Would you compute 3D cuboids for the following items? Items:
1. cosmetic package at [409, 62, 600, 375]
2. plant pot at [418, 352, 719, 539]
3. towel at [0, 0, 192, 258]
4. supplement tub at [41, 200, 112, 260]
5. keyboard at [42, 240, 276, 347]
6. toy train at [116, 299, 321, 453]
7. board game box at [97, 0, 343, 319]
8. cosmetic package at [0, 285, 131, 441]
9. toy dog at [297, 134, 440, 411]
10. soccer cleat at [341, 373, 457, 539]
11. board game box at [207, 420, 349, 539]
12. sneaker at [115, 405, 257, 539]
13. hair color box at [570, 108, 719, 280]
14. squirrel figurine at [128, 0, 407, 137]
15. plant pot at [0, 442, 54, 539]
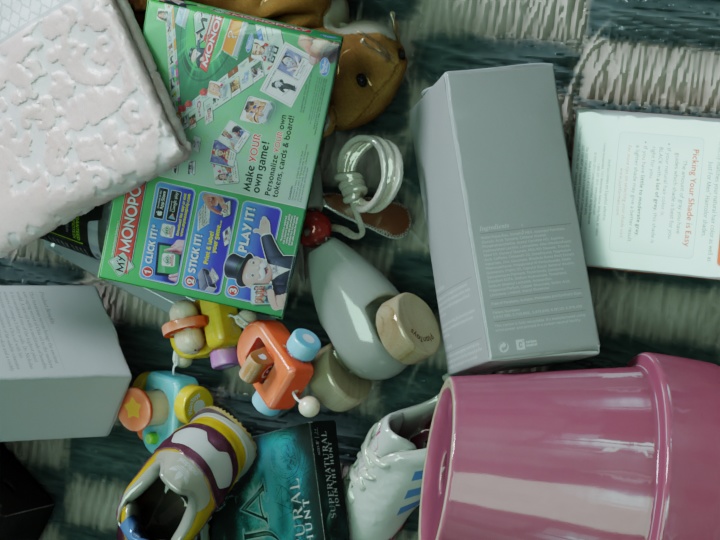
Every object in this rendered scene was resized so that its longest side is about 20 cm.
[{"bbox_3d":[0.096,-0.033,1.151,0.090,0.107,0.200,-4,84,-13],"label":"cosmetic package"},{"bbox_3d":[0.136,0.146,1.103,0.179,0.200,0.200,8,96,-5],"label":"plant pot"},{"bbox_3d":[-0.231,-0.124,1.149,0.200,0.032,0.191,-24,89,28],"label":"towel"},{"bbox_3d":[-0.209,-0.077,1.250,0.200,0.123,0.123,20,99,13],"label":"supplement tub"},{"bbox_3d":[-0.154,0.000,1.300,0.200,0.011,0.056,27,96,12],"label":"keyboard"},{"bbox_3d":[-0.114,0.091,1.227,0.200,0.056,0.150,-54,53,31],"label":"toy train"},{"bbox_3d":[-0.097,-0.077,1.155,0.134,0.029,0.200,13,106,0],"label":"board game box"},{"bbox_3d":[-0.281,0.068,1.228,0.102,0.200,0.071,61,139,39],"label":"cosmetic package"},{"bbox_3d":[0.000,0.000,1.220,0.132,0.096,0.200,-7,88,31],"label":"toy dog"},{"bbox_3d":[0.016,0.147,1.215,0.200,0.086,0.070,-41,43,10],"label":"soccer cleat"},{"bbox_3d":[-0.059,0.219,1.225,0.135,0.028,0.200,-20,73,44],"label":"board game box"},{"bbox_3d":[-0.149,0.181,1.212,0.075,0.090,0.200,37,131,12],"label":"sneaker"},{"bbox_3d":[0.246,-0.050,1.154,0.200,0.064,0.111,7,96,17],"label":"hair color box"},{"bbox_3d":[-0.066,-0.175,1.208,0.200,0.142,0.187,-27,98,14],"label":"squirrel figurine"},{"bbox_3d":[-0.357,0.195,1.283,0.177,0.200,0.200,-45,81,3],"label":"plant pot"}]
